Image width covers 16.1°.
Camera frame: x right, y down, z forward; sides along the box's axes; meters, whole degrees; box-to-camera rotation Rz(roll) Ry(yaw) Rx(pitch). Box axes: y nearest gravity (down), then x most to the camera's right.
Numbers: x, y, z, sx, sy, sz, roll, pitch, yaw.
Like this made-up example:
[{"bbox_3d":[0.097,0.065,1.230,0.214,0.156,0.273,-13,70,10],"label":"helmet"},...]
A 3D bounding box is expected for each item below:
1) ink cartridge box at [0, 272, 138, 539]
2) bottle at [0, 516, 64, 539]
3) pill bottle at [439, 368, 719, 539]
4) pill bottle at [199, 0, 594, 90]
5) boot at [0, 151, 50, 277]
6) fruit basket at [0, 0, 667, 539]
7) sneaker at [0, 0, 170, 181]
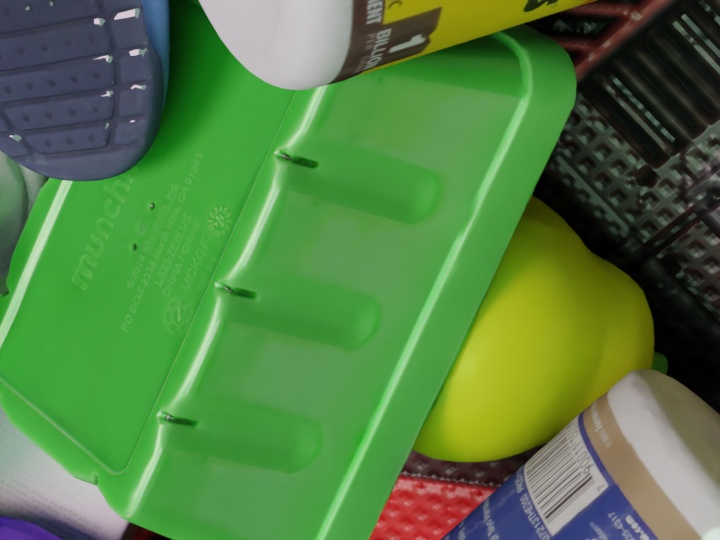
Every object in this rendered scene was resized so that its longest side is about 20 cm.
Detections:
[{"bbox_3d":[-0.152,0.070,0.971,0.145,0.048,0.200,29,123,2],"label":"ink cartridge box"},{"bbox_3d":[-0.140,0.132,0.934,0.200,0.065,0.084,0,115,17],"label":"bottle"},{"bbox_3d":[0.056,0.135,0.825,0.200,0.111,0.111,-43,98,12],"label":"pill bottle"},{"bbox_3d":[0.050,-0.128,0.721,0.200,0.109,0.109,-19,116,-19],"label":"pill bottle"},{"bbox_3d":[-0.144,0.011,0.869,0.074,0.096,0.200,41,156,5],"label":"boot"},{"bbox_3d":[0.000,0.000,0.844,0.155,0.215,0.216,34,128,36],"label":"fruit basket"},{"bbox_3d":[-0.092,-0.124,0.744,0.074,0.082,0.200,-3,114,20],"label":"sneaker"}]
